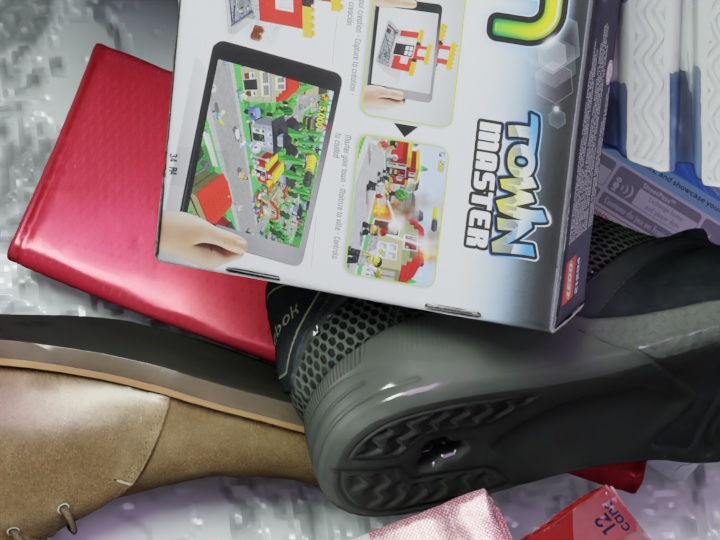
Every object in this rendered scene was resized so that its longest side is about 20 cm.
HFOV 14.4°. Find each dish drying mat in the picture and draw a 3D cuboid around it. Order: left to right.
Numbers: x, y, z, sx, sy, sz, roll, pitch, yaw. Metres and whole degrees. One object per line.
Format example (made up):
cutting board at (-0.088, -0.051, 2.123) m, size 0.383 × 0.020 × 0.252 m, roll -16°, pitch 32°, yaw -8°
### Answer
dish drying mat at (0.000, 0.000, 0.860) m, size 0.200 × 0.018 × 0.077 m, roll 21°, pitch 71°, yaw 1°

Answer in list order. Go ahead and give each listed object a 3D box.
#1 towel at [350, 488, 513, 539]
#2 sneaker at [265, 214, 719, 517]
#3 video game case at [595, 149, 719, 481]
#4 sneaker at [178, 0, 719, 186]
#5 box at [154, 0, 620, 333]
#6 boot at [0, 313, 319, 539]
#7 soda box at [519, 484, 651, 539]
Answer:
towel at (-0.033, 0.158, 0.756) m, size 0.200 × 0.023 × 0.144 m, roll -20°, pitch 70°, yaw 5°
sneaker at (0.062, 0.001, 0.814) m, size 0.199 × 0.076 × 0.114 m, roll -8°, pitch 52°, yaw -24°
video game case at (0.061, -0.055, 0.920) m, size 0.200 × 0.022 × 0.182 m, roll 32°, pitch 62°, yaw 4°
sneaker at (0.054, -0.075, 0.792) m, size 0.199 × 0.081 × 0.115 m, roll 9°, pitch 22°, yaw 16°
box at (0.012, -0.092, 0.716) m, size 0.110 × 0.035 × 0.200 m, roll 11°, pitch 105°, yaw 16°
boot at (-0.088, 0.050, 0.822) m, size 0.200 × 0.074 × 0.076 m, roll 10°, pitch 93°, yaw -14°
soda box at (0.098, 0.163, 0.797) m, size 0.063 × 0.070 × 0.200 m, roll -33°, pitch 76°, yaw -22°
